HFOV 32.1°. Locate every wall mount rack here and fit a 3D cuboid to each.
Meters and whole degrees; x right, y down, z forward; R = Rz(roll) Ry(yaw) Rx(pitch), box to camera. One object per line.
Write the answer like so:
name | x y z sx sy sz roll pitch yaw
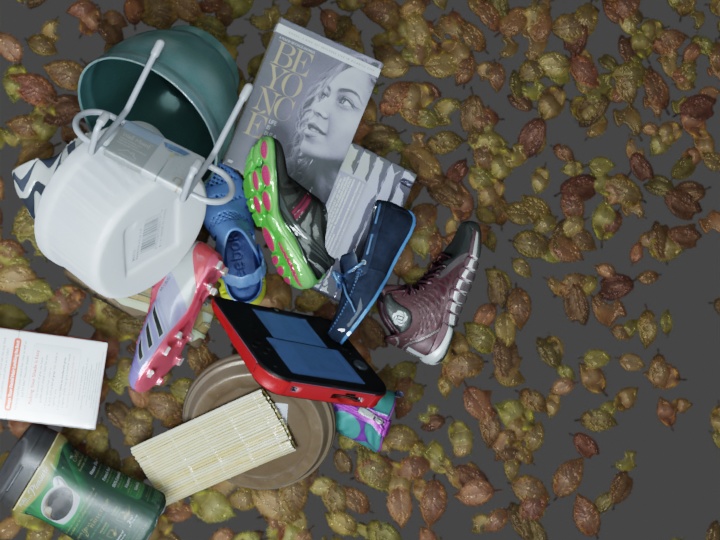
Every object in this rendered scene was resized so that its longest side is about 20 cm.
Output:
wall mount rack | -0.213 -0.165 1.401 0.198 0.075 0.174 27 42 -2

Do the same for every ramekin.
ramekin | -0.273 -0.065 1.469 0.097 0.201 0.201 38 78 22

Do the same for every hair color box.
hair color box | -0.420 0.129 1.551 0.198 0.064 0.112 9 86 -13

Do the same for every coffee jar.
coffee jar | -0.348 0.278 1.543 0.199 0.085 0.105 33 104 -10

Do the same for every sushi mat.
sushi mat | -0.185 0.224 1.571 0.198 0.012 0.096 -25 108 14

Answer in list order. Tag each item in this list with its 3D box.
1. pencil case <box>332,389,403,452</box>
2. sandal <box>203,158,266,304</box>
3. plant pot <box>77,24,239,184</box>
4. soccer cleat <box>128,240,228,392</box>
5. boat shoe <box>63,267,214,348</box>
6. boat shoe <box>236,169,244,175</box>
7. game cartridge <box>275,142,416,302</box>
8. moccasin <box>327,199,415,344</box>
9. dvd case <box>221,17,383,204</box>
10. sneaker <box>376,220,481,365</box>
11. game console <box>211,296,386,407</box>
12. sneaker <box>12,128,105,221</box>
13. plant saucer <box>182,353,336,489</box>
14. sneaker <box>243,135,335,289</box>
pencil case | -0.049 0.158 1.619 0.198 0.092 0.086 25 82 -10
sandal | -0.163 -0.050 1.607 0.079 0.087 0.202 -19 90 -11
plant pot | -0.232 -0.220 1.559 0.200 0.200 0.135 39 54 -8
soccer cleat | -0.238 0.054 1.543 0.076 0.067 0.201 26 78 16
boat shoe | -0.276 0.023 1.588 0.199 0.072 0.077 30 82 -21
boat shoe | -0.110 -0.216 1.641 0.074 0.062 0.202 21 94 -17
game cartridge | -0.020 -0.064 1.667 0.129 0.038 0.202 25 82 -7
moccasin | 0.000 0.000 1.623 0.068 0.080 0.201 31 67 -7
dvd case | -0.074 -0.203 1.611 0.147 0.016 0.202 22 95 -15
sneaker | 0.085 0.016 1.666 0.114 0.076 0.202 19 84 -8
game console | -0.074 0.099 1.549 0.199 0.177 0.031 14 118 -40
sneaker | -0.331 -0.093 1.535 0.197 0.079 0.131 -19 90 20
plant saucer | -0.130 0.197 1.580 0.197 0.030 0.202 1 115 3
sneaker | -0.090 -0.078 1.601 0.083 0.076 0.202 -29 109 -34
